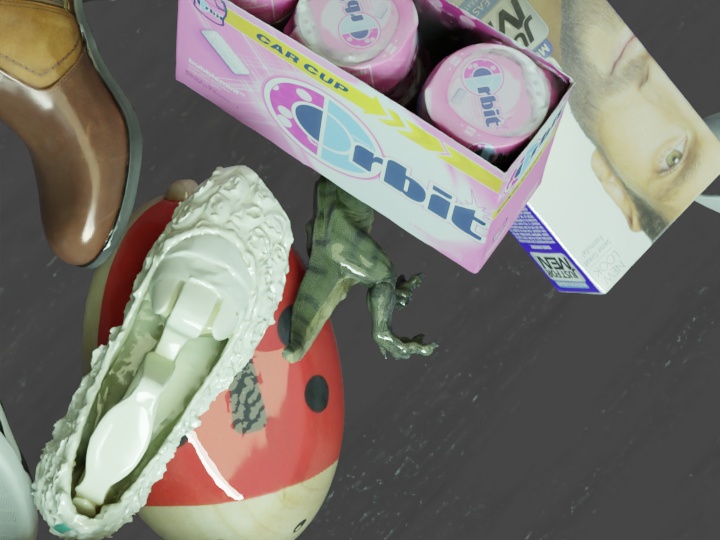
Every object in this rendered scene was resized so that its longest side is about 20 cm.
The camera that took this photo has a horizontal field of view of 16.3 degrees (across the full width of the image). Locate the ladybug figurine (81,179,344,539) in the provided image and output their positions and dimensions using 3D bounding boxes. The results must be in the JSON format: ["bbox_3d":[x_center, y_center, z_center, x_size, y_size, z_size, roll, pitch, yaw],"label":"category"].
[{"bbox_3d":[-0.070,0.053,1.278,0.135,0.072,0.201,-16,97,-18],"label":"ladybug figurine"}]

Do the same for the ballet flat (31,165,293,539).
[{"bbox_3d":[-0.091,0.044,1.201,0.072,0.072,0.201,29,88,-18],"label":"ballet flat"}]

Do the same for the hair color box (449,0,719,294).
[{"bbox_3d":[0.092,-0.096,1.335,0.109,0.065,0.200,-45,106,-14],"label":"hair color box"}]

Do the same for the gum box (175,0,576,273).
[{"bbox_3d":[-0.002,-0.097,1.236,0.199,0.114,0.066,33,68,10],"label":"gum box"}]

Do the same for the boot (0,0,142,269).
[{"bbox_3d":[-0.202,-0.093,1.193,0.199,0.068,0.190,-2,92,-41],"label":"boot"}]

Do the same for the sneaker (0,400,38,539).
[{"bbox_3d":[-0.197,0.044,1.235,0.112,0.073,0.201,-71,147,-45],"label":"sneaker"}]

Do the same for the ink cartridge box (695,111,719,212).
[{"bbox_3d":[0.293,-0.052,1.371,0.199,0.128,0.126,-23,99,-16],"label":"ink cartridge box"}]

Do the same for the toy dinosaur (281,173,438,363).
[{"bbox_3d":[0.000,0.000,1.287,0.088,0.047,0.201,46,37,-29],"label":"toy dinosaur"}]
